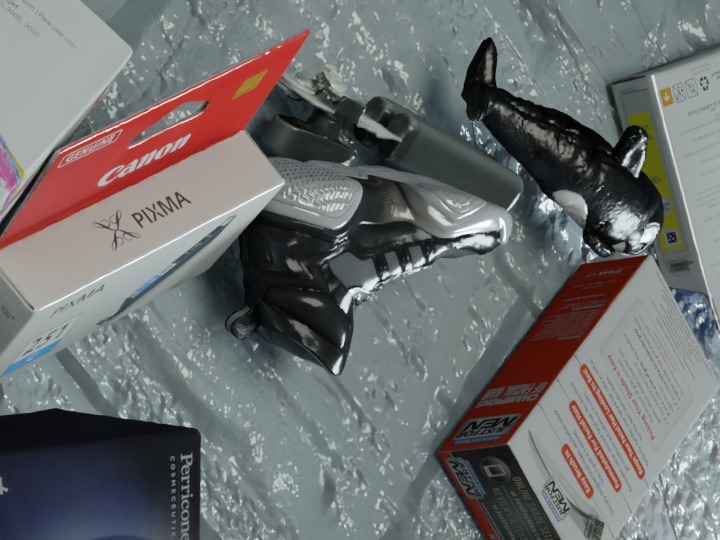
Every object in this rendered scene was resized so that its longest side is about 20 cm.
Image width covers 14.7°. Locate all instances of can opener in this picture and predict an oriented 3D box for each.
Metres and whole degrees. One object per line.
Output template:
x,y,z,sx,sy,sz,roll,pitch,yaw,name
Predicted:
0.015,-0.073,1.683,0.200,0.053,0.067,20,104,-42,can opener

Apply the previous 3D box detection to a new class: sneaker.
0.000,0.000,1.611,0.199,0.075,0.114,5,103,-43,sneaker

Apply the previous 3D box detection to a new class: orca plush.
0.145,-0.083,1.770,0.200,0.071,0.105,45,21,-28,orca plush

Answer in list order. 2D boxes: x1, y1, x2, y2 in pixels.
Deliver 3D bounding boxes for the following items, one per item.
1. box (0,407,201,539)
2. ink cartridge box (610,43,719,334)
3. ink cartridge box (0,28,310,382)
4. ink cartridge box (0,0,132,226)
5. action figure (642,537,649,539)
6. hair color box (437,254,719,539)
-0.184,0.176,1.347,0.198,0.123,0.201,-5,97,-48,box
0.267,-0.058,1.947,0.197,0.047,0.201,-22,101,-48,ink cartridge box
-0.114,-0.028,1.437,0.045,0.176,0.200,51,44,9,ink cartridge box
-0.213,-0.041,1.342,0.085,0.145,0.200,39,53,-5,ink cartridge box
0.161,0.232,1.750,0.200,0.055,0.119,0,73,-59,action figure
0.141,0.093,1.771,0.200,0.064,0.111,-49,118,-41,hair color box
